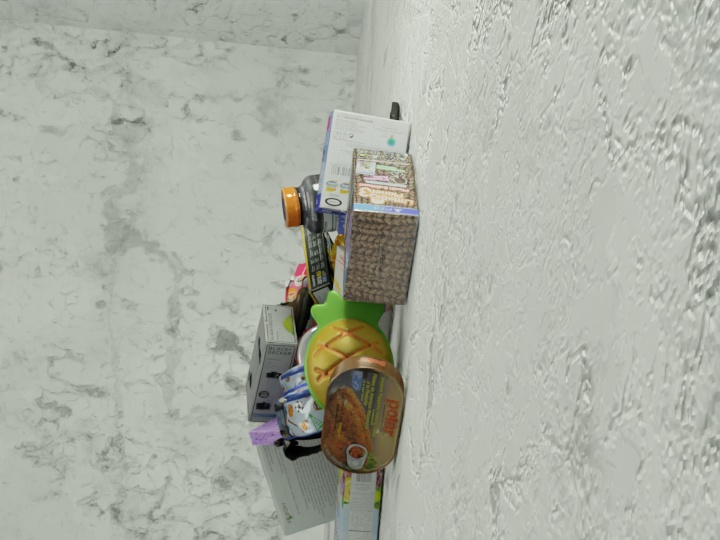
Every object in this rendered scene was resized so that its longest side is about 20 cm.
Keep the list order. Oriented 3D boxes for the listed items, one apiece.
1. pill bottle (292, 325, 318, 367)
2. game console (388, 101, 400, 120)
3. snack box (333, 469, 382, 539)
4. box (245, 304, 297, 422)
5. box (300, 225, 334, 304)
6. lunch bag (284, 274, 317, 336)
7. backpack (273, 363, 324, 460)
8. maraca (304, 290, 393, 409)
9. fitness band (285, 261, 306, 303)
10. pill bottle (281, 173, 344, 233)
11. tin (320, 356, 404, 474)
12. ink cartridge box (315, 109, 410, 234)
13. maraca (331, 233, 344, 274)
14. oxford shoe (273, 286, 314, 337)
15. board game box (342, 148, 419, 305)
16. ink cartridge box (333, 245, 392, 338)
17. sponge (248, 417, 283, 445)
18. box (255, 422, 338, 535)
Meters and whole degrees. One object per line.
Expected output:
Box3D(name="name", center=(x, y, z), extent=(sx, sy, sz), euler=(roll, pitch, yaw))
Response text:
Box3D(name="pill bottle", center=(-0.080, 0.177, 1.786), extent=(0.200, 0.119, 0.120), euler=(135, 141, -68))
Box3D(name="game console", center=(0.006, -0.205, 1.790), extent=(0.176, 0.116, 0.201), euler=(-83, 1, -55))
Box3D(name="snack box", center=(-0.007, 0.412, 1.604), extent=(0.169, 0.067, 0.201), euler=(-144, 57, -85))
Box3D(name="box", center=(-0.170, 0.177, 1.777), extent=(0.117, 0.060, 0.201), euler=(-104, 24, -54))
Box3D(name="box", center=(-0.058, 0.021, 1.841), extent=(0.200, 0.049, 0.160), euler=(-101, -15, -48))
Box3D(name="lunch bag", center=(-0.066, 0.073, 1.995), extent=(0.082, 0.200, 0.177), euler=(-12, 77, 47))
Box3D(name="backpack", center=(-0.045, 0.219, 1.580), extent=(0.190, 0.199, 0.155), euler=(-16, 92, 70))
Box3D(name="maraca", center=(-0.018, 0.126, 1.448), extent=(0.107, 0.137, 0.201), euler=(95, 174, -70))
Box3D(name="fitness band", center=(-0.092, 0.061, 2.055), extent=(0.037, 0.143, 0.201), euler=(-10, 53, 48))
Box3D(name="pill bottle", center=(-0.040, -0.124, 1.681), extent=(0.106, 0.199, 0.107), euler=(173, 90, -80))
Box3D(name="tin", center=(0.004, 0.209, 1.359), extent=(0.042, 0.112, 0.201), euler=(-72, -8, -58))
Box3D(name="ink cartridge box", center=(0.000, -0.159, 1.596), extent=(0.076, 0.136, 0.201), euler=(165, 113, -82))
Box3D(name="maraca", center=(0.000, 0.000, 1.764), extent=(0.137, 0.107, 0.201), euler=(-165, 73, -76))
Box3D(name="oxford shoe", center=(-0.144, 0.093, 1.834), extent=(0.200, 0.084, 0.073), euler=(120, 173, -45))
Box3D(name="board game box", center=(0.028, -0.071, 1.455), extent=(0.200, 0.096, 0.160), euler=(-90, 6, -56))
Box3D(name="ink cartridge box", center=(0.005, 0.028, 1.637), extent=(0.117, 0.067, 0.201), euler=(36, 125, 56))
Box3D(name="sponge", center=(-0.101, 0.273, 1.753), extent=(0.111, 0.200, 0.030), euler=(-13, 97, 44))
Box3D(name="box", center=(-0.098, 0.382, 1.864), extent=(0.199, 0.171, 0.201), euler=(-146, 40, -86))
